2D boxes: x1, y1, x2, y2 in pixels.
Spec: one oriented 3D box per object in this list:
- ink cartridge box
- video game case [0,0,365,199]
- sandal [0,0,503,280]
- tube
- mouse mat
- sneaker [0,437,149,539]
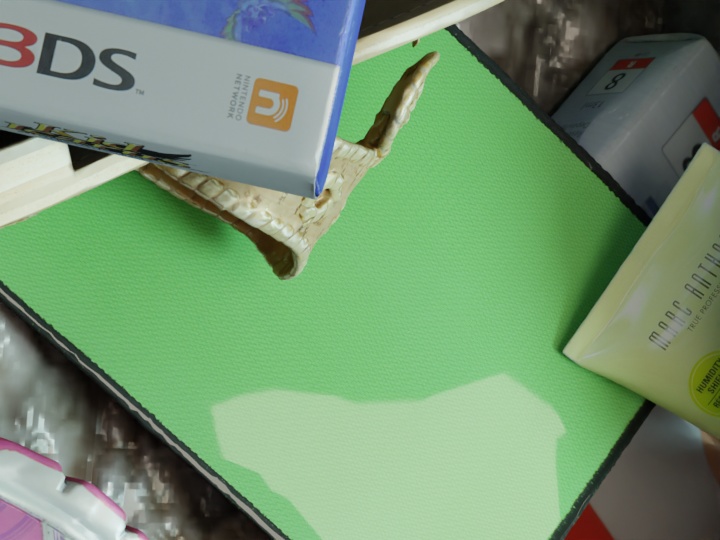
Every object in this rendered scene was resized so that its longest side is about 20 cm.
[{"bbox_3d":[0.081,0.047,0.884,0.200,0.050,0.162,-51,121,-27],"label":"ink cartridge box"},{"bbox_3d":[-0.076,-0.135,0.685,0.180,0.045,0.201,12,85,0],"label":"video game case"},{"bbox_3d":[-0.040,-0.027,0.762,0.211,0.078,0.070,-22,111,-20],"label":"sandal"},{"bbox_3d":[0.162,0.051,0.837,0.200,0.052,0.058,36,47,-6],"label":"tube"},{"bbox_3d":[0.000,0.000,0.807,0.200,0.008,0.161,44,67,-13],"label":"mouse mat"},{"bbox_3d":[-0.128,0.074,0.709,0.200,0.081,0.088,39,71,-25],"label":"sneaker"}]
